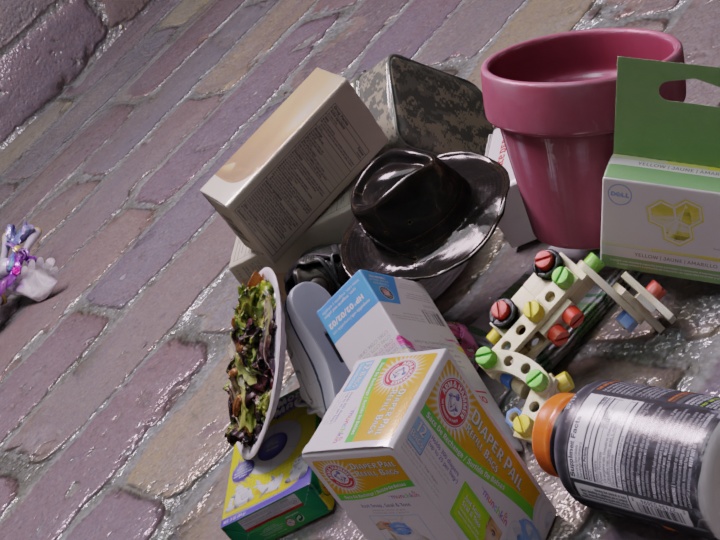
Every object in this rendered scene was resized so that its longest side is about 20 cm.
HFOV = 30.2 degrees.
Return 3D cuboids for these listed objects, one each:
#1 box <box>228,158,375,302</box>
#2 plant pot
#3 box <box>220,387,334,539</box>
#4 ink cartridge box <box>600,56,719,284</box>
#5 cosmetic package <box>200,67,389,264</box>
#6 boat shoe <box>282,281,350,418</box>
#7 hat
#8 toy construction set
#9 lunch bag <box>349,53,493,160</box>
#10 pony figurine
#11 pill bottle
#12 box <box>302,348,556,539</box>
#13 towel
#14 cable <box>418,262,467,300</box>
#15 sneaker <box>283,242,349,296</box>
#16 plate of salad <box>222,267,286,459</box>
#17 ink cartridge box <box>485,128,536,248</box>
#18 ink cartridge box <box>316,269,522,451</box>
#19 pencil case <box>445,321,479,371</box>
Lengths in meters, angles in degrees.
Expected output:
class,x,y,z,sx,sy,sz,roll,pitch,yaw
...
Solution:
class,x,y,z,sx,sy,sz,roll,pitch,yaw
box,-0.049,-0.040,1.564,0.198,0.078,0.096,-24,29,22
plant pot,0.224,-0.128,1.323,0.197,0.182,0.201,-7,22,3
box,-0.081,0.195,1.418,0.116,0.049,0.201,-29,26,18
ink cartridge box,0.290,-0.085,1.192,0.143,0.202,0.048,10,43,20
cosmetic package,-0.073,-0.120,1.508,0.200,0.106,0.071,-46,38,-11
boat shoe,-0.036,0.119,1.384,0.074,0.204,0.086,-17,-20,-38
hat,0.050,-0.078,1.353,0.198,0.081,0.202,-23,36,18
toy construction set,0.189,0.059,1.236,0.199,0.092,0.131,-38,47,-6
lunch bag,0.047,-0.163,1.664,0.167,0.198,0.141,-31,61,40
pony figurine,-0.607,0.005,2.297,0.201,0.165,0.194,-85,21,-53
pill bottle,0.226,0.144,1.053,0.106,0.107,0.199,-48,28,-23
box,0.060,0.176,1.097,0.100,0.201,0.113,-10,35,41
towel,0.202,0.019,1.372,0.200,0.031,0.149,-45,28,-16
cable,0.045,-0.015,1.580,0.198,0.070,0.201,-15,33,35
sneaker,0.000,0.000,1.439,0.197,0.077,0.114,-13,16,28
plate of salad,-0.119,0.096,1.403,0.200,0.047,0.204,-172,90,-72
ink cartridge box,0.243,-0.127,1.499,0.198,0.083,0.148,-22,29,27
ink cartridge box,0.055,0.103,1.243,0.068,0.115,0.201,-43,62,22
pencil case,0.044,0.082,1.411,0.082,0.088,0.199,-7,12,-30
